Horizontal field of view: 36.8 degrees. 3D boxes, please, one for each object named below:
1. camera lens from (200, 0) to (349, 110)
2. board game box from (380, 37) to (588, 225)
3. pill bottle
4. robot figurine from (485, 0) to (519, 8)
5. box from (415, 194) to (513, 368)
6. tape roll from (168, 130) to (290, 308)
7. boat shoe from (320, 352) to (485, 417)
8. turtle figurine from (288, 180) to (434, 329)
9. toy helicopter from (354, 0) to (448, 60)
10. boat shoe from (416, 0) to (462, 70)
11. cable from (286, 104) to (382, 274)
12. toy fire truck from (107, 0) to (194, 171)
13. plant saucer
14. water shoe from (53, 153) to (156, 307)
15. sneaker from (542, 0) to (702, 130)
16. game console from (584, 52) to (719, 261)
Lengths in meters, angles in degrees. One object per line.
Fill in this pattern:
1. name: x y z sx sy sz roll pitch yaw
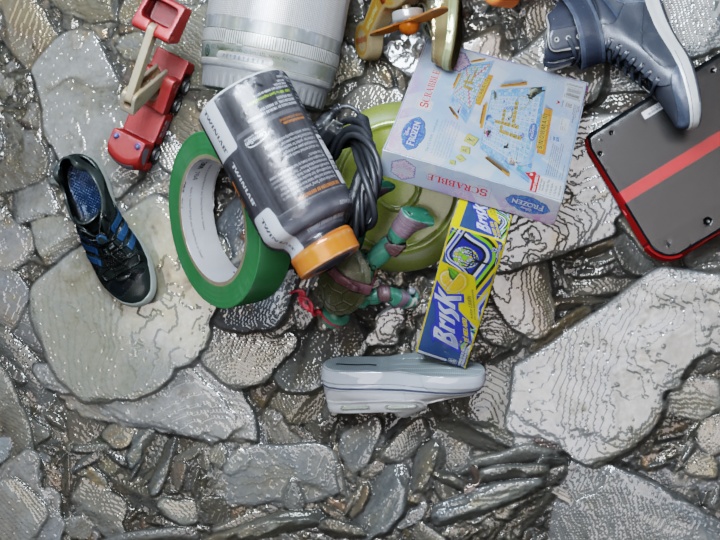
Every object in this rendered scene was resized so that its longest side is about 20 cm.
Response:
1. camera lens: -0.093 -0.295 1.223 0.157 0.160 0.204 12 95 6
2. board game box: 0.140 -0.158 1.199 0.196 0.202 0.041 17 141 6
3. pill bottle: -0.076 -0.094 1.108 0.105 0.106 0.202 -29 84 8
4. robot figurine: 0.162 -0.369 1.168 0.117 0.198 0.145 52 122 29
5. box: 0.115 0.013 1.210 0.063 0.071 0.202 17 133 6
6. tape roll: -0.152 -0.060 1.240 0.199 0.048 0.204 18 113 50
7. boat shoe: 0.052 0.140 1.287 0.196 0.074 0.068 2 110 16
8. turtle figurine: 0.000 0.000 1.243 0.148 0.101 0.202 31 116 7
9. toy helicopter: 0.035 -0.298 1.201 0.078 0.201 0.134 -11 65 -23
10. boat shoe: 0.083 -0.323 1.229 0.062 0.073 0.204 -1 78 8
11. cable: -0.038 -0.074 1.203 0.201 0.050 0.164 -52 45 26
12. toy fire truck: -0.246 -0.212 1.257 0.048 0.141 0.202 26 96 5
13. plant saucer: 0.045 -0.099 1.284 0.196 0.031 0.204 1 95 7
14. water shoe: -0.316 -0.044 1.308 0.071 0.079 0.202 -27 90 8
15. sneaker: 0.283 -0.228 1.206 0.144 0.077 0.205 -20 73 -1
16. game console: 0.383 -0.127 1.243 0.198 0.031 0.179 -31 84 7
